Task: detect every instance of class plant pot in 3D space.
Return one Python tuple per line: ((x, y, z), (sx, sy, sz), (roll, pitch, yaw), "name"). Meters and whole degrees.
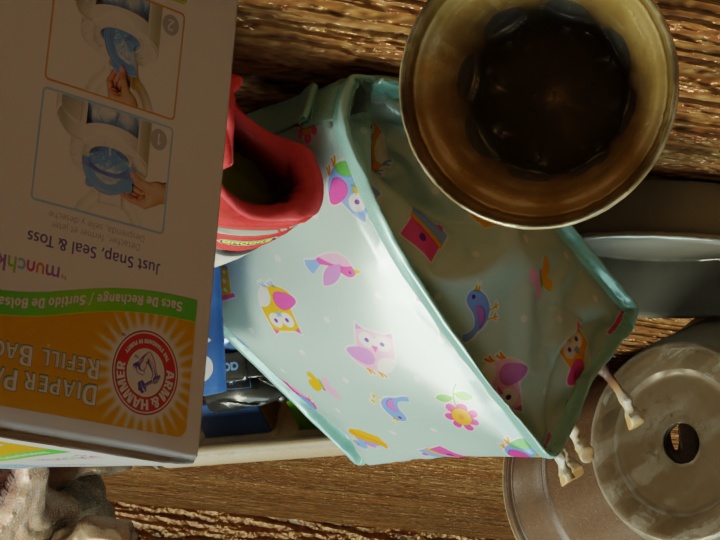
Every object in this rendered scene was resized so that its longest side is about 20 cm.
((0.231, 0.107, 1.134), (0.198, 0.202, 0.173), (-5, 172, 34), "plant pot")
((0.241, 0.150, 1.418), (0.198, 0.202, 0.198), (9, 159, -22), "plant pot")

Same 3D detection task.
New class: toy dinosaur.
((-0.164, 0.122, 0.893), (0.134, 0.087, 0.200), (-7, 165, 3), "toy dinosaur")

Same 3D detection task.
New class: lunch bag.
((0.008, -0.007, 0.910), (0.200, 0.122, 0.170), (49, 148, -21), "lunch bag")

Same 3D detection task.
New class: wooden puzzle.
((-0.021, 0.063, 1.241), (0.184, 0.047, 0.200), (-10, -158, 41), "wooden puzzle")

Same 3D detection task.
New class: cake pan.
((0.166, -0.011, 1.042), (0.198, 0.037, 0.200), (3, 167, 1), "cake pan")

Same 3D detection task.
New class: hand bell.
((0.089, -0.067, 0.769), (0.103, 0.105, 0.200), (0, 180, 15), "hand bell")

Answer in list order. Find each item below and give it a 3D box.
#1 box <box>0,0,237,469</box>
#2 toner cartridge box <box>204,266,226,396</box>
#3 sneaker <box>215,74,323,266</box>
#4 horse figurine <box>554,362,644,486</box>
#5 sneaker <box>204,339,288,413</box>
((-0.118, -0.036, 0.638), (0.101, 0.202, 0.112), (15, 163, -42), "box")
((-0.163, 0.028, 0.867), (0.198, 0.096, 0.043), (-12, -147, -16), "toner cartridge box")
((-0.091, -0.068, 0.774), (0.084, 0.078, 0.199), (-16, 150, 37), "sneaker")
((0.094, 0.054, 1.051), (0.050, 0.133, 0.200), (-32, 169, -14), "horse figurine")
((-0.085, 0.025, 1.102), (0.076, 0.112, 0.199), (-6, 164, 37), "sneaker")
